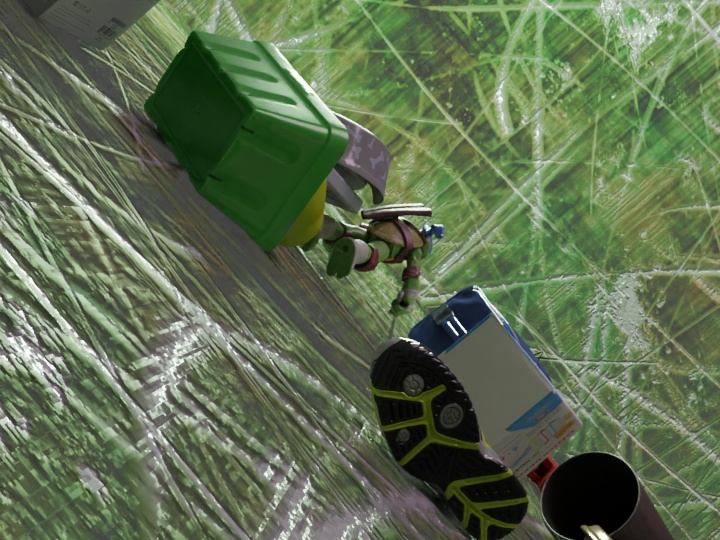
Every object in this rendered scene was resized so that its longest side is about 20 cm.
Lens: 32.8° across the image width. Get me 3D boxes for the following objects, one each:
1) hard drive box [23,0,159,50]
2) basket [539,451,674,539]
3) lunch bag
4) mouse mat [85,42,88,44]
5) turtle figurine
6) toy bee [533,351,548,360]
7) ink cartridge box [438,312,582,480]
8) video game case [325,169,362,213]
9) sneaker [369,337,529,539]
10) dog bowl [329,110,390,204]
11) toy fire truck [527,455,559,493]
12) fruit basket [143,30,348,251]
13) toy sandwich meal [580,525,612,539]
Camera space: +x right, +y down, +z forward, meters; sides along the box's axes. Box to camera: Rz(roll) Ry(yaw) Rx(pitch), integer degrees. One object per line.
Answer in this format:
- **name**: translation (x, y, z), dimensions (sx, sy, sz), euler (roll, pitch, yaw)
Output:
- **hard drive box**: translation (-0.196, -0.293, 1.050), dimensions (0.077, 0.200, 0.156), euler (52, 6, 5)
- **basket**: translation (0.358, 0.370, 1.665), dimensions (0.200, 0.136, 0.180), euler (52, -3, -24)
- **lunch bag**: translation (0.153, 0.122, 1.640), dimensions (0.132, 0.136, 0.200), euler (47, 5, -28)
- **mouse mat**: translation (-0.322, -0.296, 1.152), dimensions (0.161, 0.008, 0.200), euler (47, 5, -34)
- **turtle figurine**: translation (0.000, 0.000, 1.533), dimensions (0.194, 0.200, 0.144), euler (11, 57, -52)
- **toy bee**: translation (0.251, 0.208, 1.982), dimensions (0.131, 0.199, 0.109), euler (-23, -95, 65)
- **ink cartridge box**: translation (0.167, 0.161, 1.444), dimensions (0.125, 0.128, 0.200), euler (52, 5, 28)
- **video game case**: translation (-0.108, -0.136, 1.421), dimensions (0.182, 0.022, 0.200), euler (22, -10, 26)
- **sneaker**: translation (0.056, 0.130, 0.954), dimensions (0.200, 0.075, 0.076), euler (60, -9, -29)
- **dog bowl**: translation (-0.053, -0.148, 1.495), dimensions (0.199, 0.059, 0.200), euler (22, -8, 3)
- **toy fire truck**: translation (0.270, 0.297, 1.977), dimensions (0.141, 0.049, 0.200), euler (48, 3, -2)
- **fruit basket**: translation (-0.085, -0.108, 1.155), dimensions (0.215, 0.156, 0.216), euler (34, 16, -11)
- **toy sandwich meal**: translation (0.318, 0.392, 1.464), dimensions (0.205, 0.070, 0.205), euler (47, -1, 1)
